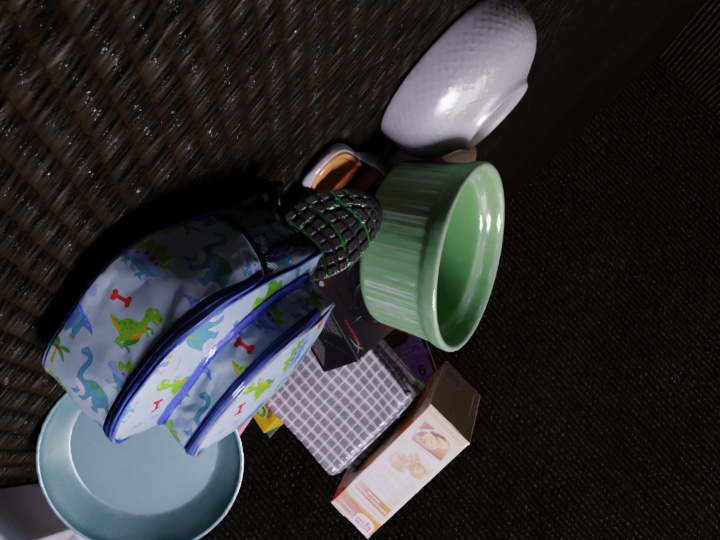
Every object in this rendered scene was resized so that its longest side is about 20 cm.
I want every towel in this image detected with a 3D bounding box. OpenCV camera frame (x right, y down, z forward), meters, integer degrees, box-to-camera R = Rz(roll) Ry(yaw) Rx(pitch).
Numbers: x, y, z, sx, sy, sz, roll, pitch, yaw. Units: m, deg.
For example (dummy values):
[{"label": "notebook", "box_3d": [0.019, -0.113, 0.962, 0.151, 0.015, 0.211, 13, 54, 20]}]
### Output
[{"label": "towel", "box_3d": [-0.036, 0.144, 1.063, 0.166, 0.200, 0.085, -45, 171, 7]}]

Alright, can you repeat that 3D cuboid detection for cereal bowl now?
[{"label": "cereal bowl", "box_3d": [0.117, -0.192, 0.874, 0.199, 0.084, 0.200, -42, 173, -7]}]

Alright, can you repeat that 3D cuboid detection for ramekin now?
[{"label": "ramekin", "box_3d": [0.078, -0.023, 0.889, 0.199, 0.096, 0.205, -37, 134, -53]}]

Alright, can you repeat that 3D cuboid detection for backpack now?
[{"label": "backpack", "box_3d": [-0.124, 0.046, 0.630, 0.184, 0.147, 0.199, -50, 167, 28]}]

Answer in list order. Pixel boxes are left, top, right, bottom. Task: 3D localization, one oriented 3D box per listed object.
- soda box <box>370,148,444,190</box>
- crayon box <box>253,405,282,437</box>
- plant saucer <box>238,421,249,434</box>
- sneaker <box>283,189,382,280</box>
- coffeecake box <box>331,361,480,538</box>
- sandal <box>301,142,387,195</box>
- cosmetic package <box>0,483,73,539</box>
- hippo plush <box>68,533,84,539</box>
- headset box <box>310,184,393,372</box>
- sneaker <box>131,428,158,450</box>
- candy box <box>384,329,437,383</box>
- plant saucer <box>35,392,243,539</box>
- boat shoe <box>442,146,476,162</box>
[{"label": "soda box", "box_3d": [0.049, -0.090, 1.097, 0.063, 0.070, 0.201, -41, 172, -30]}, {"label": "crayon box", "box_3d": [-0.123, 0.140, 1.185, 0.200, 0.126, 0.051, -48, 162, 26]}, {"label": "plant saucer", "box_3d": [-0.176, 0.183, 0.935, 0.202, 0.050, 0.201, -52, -174, 8]}, {"label": "sneaker", "box_3d": [-0.064, -0.024, 0.836, 0.197, 0.079, 0.085, -28, -172, 17]}, {"label": "coffeecake box", "box_3d": [0.064, 0.238, 1.103, 0.200, 0.073, 0.154, -48, 180, 20]}, {"label": "sandal", "box_3d": [-0.009, -0.083, 0.870, 0.079, 0.059, 0.206, -45, 173, 11]}, {"label": "cosmetic package", "box_3d": [-0.375, 0.282, 0.838, 0.101, 0.071, 0.200, -43, 172, -10]}, {"label": "hippo plush", "box_3d": [-0.315, 0.318, 1.017, 0.200, 0.160, 0.161, -42, 173, -3]}, {"label": "headset box", "box_3d": [0.000, 0.000, 0.982, 0.199, 0.151, 0.074, -36, -171, -41]}, {"label": "sneaker", "box_3d": [-0.251, 0.177, 0.899, 0.076, 0.081, 0.200, -41, 173, -23]}, {"label": "candy box", "box_3d": [0.008, 0.095, 1.210, 0.164, 0.205, 0.072, -21, 173, 4]}, {"label": "plant saucer", "box_3d": [-0.211, 0.180, 0.797, 0.200, 0.200, 0.036, -44, -162, 8]}, {"label": "boat shoe", "box_3d": [0.093, -0.123, 1.198, 0.200, 0.073, 0.065, -44, -176, 23]}]
